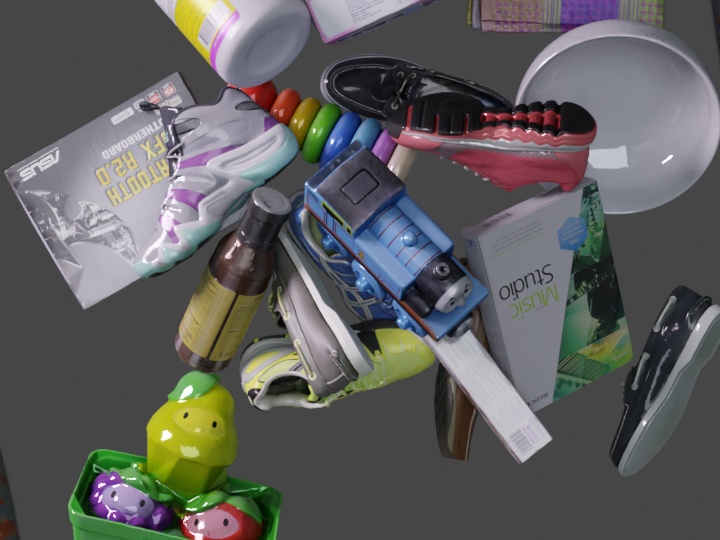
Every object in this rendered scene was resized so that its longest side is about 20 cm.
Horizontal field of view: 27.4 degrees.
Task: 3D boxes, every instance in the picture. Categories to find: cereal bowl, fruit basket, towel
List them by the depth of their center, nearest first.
[{"bbox_3d":[-0.172,0.209,1.439,0.214,0.156,0.217,1,110,1],"label":"fruit basket"},{"bbox_3d":[0.249,-0.159,1.442,0.199,0.083,0.201,4,126,5],"label":"cereal bowl"},{"bbox_3d":[0.206,-0.309,1.483,0.199,0.023,0.145,0,92,-3],"label":"towel"}]

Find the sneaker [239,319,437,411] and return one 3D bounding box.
[{"bbox_3d":[-0.019,0.103,1.455,0.199,0.077,0.076,-11,127,4],"label":"sneaker"}]

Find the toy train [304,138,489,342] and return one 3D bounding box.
[{"bbox_3d":[0.031,-0.022,1.354,0.087,0.114,0.200,-40,76,-12],"label":"toy train"}]

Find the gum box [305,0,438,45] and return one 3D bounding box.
[{"bbox_3d":[0.038,-0.281,1.418,0.199,0.114,0.066,-23,94,7],"label":"gum box"}]

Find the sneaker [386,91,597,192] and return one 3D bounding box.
[{"bbox_3d":[0.121,-0.112,1.401,0.199,0.074,0.087,6,127,11],"label":"sneaker"}]

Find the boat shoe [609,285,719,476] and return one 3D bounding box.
[{"bbox_3d":[0.299,0.112,1.489,0.060,0.075,0.201,35,102,33],"label":"boat shoe"}]

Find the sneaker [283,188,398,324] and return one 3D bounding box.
[{"bbox_3d":[0.000,0.000,1.461,0.200,0.077,0.076,40,89,-5],"label":"sneaker"}]

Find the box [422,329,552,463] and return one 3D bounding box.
[{"bbox_3d":[0.108,0.094,1.415,0.041,0.039,0.200,-38,85,-6],"label":"box"}]

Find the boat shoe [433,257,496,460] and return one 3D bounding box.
[{"bbox_3d":[0.117,0.090,1.473,0.073,0.076,0.201,6,93,-6],"label":"boat shoe"}]

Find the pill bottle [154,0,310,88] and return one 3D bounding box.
[{"bbox_3d":[-0.143,-0.274,1.405,0.104,0.104,0.200,-40,68,0],"label":"pill bottle"}]

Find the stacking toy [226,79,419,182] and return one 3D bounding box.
[{"bbox_3d":[-0.044,-0.134,1.456,0.199,0.085,0.086,25,91,2],"label":"stacking toy"}]

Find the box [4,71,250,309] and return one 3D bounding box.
[{"bbox_3d":[-0.225,-0.078,1.461,0.199,0.048,0.159,-29,93,-1],"label":"box"}]

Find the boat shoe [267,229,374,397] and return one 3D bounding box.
[{"bbox_3d":[-0.057,0.037,1.421,0.060,0.072,0.202,-36,51,3],"label":"boat shoe"}]

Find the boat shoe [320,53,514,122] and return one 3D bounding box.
[{"bbox_3d":[0.059,-0.170,1.460,0.199,0.066,0.070,16,92,-3],"label":"boat shoe"}]

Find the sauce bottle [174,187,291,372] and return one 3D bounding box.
[{"bbox_3d":[-0.119,0.009,1.419,0.064,0.065,0.200,27,123,-3],"label":"sauce bottle"}]

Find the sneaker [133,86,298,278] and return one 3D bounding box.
[{"bbox_3d":[-0.171,-0.100,1.406,0.200,0.078,0.140,-44,93,-10],"label":"sneaker"}]

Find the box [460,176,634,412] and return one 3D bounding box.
[{"bbox_3d":[0.185,0.026,1.441,0.144,0.036,0.201,-25,115,-21],"label":"box"}]
